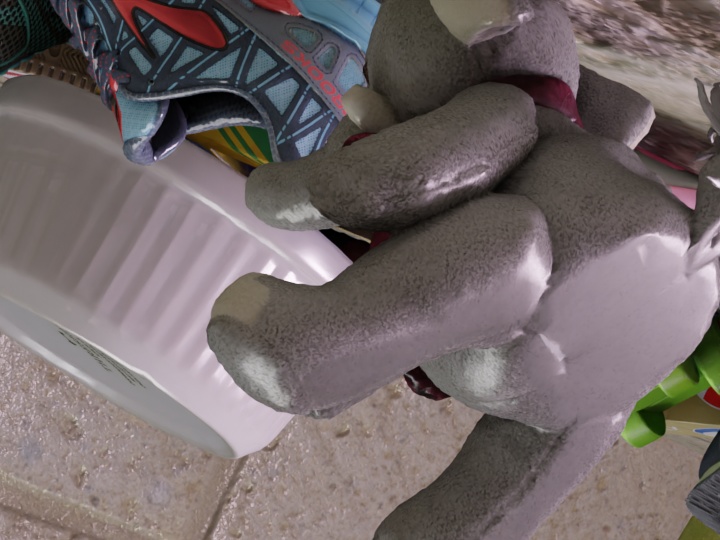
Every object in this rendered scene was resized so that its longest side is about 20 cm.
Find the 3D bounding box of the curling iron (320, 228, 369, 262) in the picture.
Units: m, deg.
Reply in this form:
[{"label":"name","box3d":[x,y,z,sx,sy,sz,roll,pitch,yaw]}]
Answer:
[{"label":"curling iron","box3d":[0.000,0.000,1.173,0.200,0.026,0.050,23,176,31]}]

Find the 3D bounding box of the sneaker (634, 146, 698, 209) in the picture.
[{"label":"sneaker","box3d":[0.099,-0.004,1.035,0.079,0.096,0.200,21,-177,6]}]

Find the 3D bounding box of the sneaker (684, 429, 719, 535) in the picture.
[{"label":"sneaker","box3d":[0.206,0.059,1.100,0.070,0.082,0.200,33,154,-8]}]

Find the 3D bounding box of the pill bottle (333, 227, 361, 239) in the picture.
[{"label":"pill bottle","box3d":[-0.056,-0.034,1.367,0.112,0.113,0.200,25,-174,-16]}]

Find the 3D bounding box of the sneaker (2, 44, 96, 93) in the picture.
[{"label":"sneaker","box3d":[-0.192,-0.134,1.326,0.200,0.071,0.112,23,175,-22]}]

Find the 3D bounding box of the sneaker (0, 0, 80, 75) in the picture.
[{"label":"sneaker","box3d":[-0.168,-0.122,1.142,0.077,0.091,0.200,24,177,20]}]

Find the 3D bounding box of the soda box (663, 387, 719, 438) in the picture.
[{"label":"soda box","box3d":[0.169,0.052,1.322,0.200,0.064,0.068,5,171,17]}]

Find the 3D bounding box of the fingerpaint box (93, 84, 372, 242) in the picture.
[{"label":"fingerpaint box","box3d":[-0.003,-0.057,1.142,0.167,0.073,0.200,23,177,19]}]

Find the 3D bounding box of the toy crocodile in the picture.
[{"label":"toy crocodile","box3d":[0.126,0.041,1.156,0.200,0.067,0.062,7,-125,-63]}]

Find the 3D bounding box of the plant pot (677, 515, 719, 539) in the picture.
[{"label":"plant pot","box3d":[0.362,0.220,2.136,0.200,0.185,0.200,23,177,1]}]

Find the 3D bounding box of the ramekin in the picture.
[{"label":"ramekin","box3d":[-0.098,0.006,1.139,0.202,0.094,0.202,29,168,7]}]

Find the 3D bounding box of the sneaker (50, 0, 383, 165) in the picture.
[{"label":"sneaker","box3d":[-0.080,-0.091,0.937,0.200,0.096,0.079,23,176,21]}]

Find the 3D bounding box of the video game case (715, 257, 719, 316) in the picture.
[{"label":"video game case","box3d":[0.226,0.026,1.149,0.200,0.023,0.182,18,178,-10]}]

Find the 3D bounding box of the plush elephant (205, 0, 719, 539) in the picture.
[{"label":"plush elephant","box3d":[0.031,-0.028,0.777,0.165,0.200,0.155,46,-176,-47]}]
